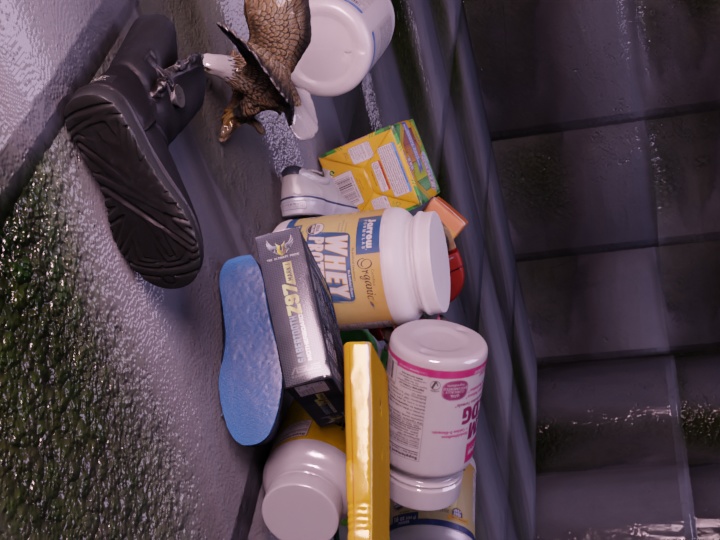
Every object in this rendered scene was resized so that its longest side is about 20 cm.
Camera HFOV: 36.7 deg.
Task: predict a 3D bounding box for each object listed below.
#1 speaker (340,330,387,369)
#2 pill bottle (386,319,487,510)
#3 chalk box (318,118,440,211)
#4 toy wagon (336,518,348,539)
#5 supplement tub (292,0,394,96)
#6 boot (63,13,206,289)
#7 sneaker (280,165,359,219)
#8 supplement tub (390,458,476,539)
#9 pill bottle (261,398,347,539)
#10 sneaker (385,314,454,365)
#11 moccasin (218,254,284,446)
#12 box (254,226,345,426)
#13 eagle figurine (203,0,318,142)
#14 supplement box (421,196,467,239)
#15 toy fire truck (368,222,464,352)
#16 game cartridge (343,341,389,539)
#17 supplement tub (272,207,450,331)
[{"bbox_3d":[0.008,0.155,1.510,0.200,0.088,0.089,61,27,-55],"label":"speaker"},{"bbox_3d":[0.081,0.169,1.263,0.113,0.113,0.201,-60,158,-66],"label":"pill bottle"},{"bbox_3d":[0.037,-0.146,1.624,0.125,0.123,0.200,67,18,-6],"label":"chalk box"},{"bbox_3d":[-0.002,0.330,1.492,0.155,0.039,0.201,1,82,-75],"label":"toy wagon"},{"bbox_3d":[-0.030,-0.322,1.474,0.200,0.131,0.132,-63,144,-64],"label":"supplement tub"},{"bbox_3d":[-0.171,-0.109,0.957,0.168,0.076,0.201,-69,143,-53],"label":"boot"},{"bbox_3d":[-0.049,-0.098,1.423,0.200,0.073,0.071,11,76,-74],"label":"sneaker"},{"bbox_3d":[0.108,0.352,1.690,0.145,0.144,0.201,66,23,-49],"label":"supplement tub"},{"bbox_3d":[-0.045,0.215,1.228,0.200,0.112,0.113,-68,148,-61],"label":"pill bottle"},{"bbox_3d":[0.078,0.095,1.379,0.095,0.200,0.079,44,65,-12],"label":"sneaker"},{"bbox_3d":[-0.103,0.084,1.133,0.068,0.080,0.201,54,34,-70],"label":"moccasin"},{"bbox_3d":[-0.053,0.064,1.116,0.200,0.051,0.158,70,7,-71],"label":"box"},{"bbox_3d":[-0.104,-0.218,1.128,0.151,0.200,0.152,-29,78,-34],"label":"eagle figurine"},{"bbox_3d":[0.074,-0.015,1.625,0.069,0.200,0.067,42,10,3],"label":"supplement box"},{"bbox_3d":[0.074,0.048,1.539,0.129,0.175,0.201,-117,-177,-73],"label":"toy fire truck"},{"bbox_3d":[0.007,0.189,1.120,0.176,0.032,0.201,67,23,-72],"label":"game cartridge"},{"bbox_3d":[0.000,0.000,1.318,0.145,0.199,0.145,-7,90,-75],"label":"supplement tub"}]
